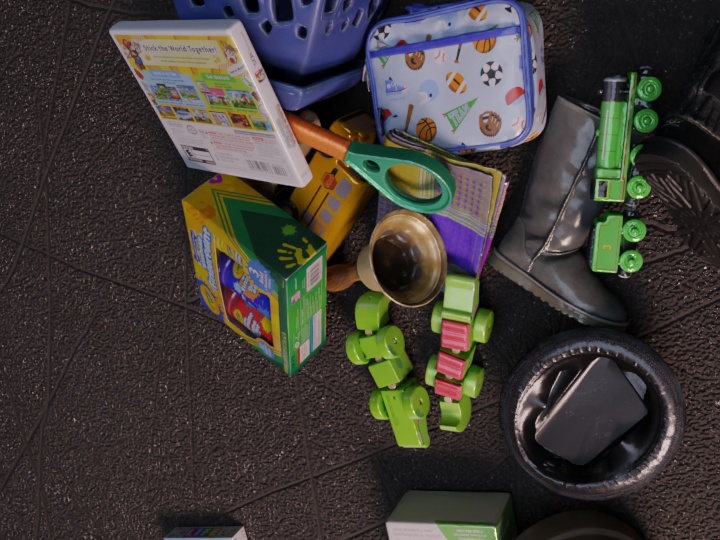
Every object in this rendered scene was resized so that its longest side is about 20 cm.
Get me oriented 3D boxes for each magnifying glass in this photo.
[{"bbox_3d":[0.005,-0.114,0.796,0.198,0.023,0.080,26,151,-1],"label":"magnifying glass"}]

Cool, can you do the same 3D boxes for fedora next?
[{"bbox_3d":[0.251,0.144,0.839,0.197,0.091,0.204,7,106,23],"label":"fedora"}]

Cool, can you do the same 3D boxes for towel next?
[{"bbox_3d":[0.079,-0.055,0.861,0.142,0.023,0.202,24,137,16],"label":"towel"}]

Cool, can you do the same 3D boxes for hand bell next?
[{"bbox_3d":[0.000,0.000,0.904,0.199,0.103,0.106,-14,99,56],"label":"hand bell"}]

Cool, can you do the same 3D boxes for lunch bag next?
[{"bbox_3d":[0.096,-0.205,0.820,0.197,0.075,0.163,1,105,32],"label":"lunch bag"}]

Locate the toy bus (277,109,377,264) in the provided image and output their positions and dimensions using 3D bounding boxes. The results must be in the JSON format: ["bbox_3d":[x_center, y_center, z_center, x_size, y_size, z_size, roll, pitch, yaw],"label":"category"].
[{"bbox_3d":[-0.036,-0.088,0.909,0.078,0.065,0.201,42,126,10],"label":"toy bus"}]

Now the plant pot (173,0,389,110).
[{"bbox_3d":[-0.084,-0.287,0.827,0.197,0.200,0.182,20,119,18],"label":"plant pot"}]

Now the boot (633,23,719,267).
[{"bbox_3d":[0.359,-0.108,0.729,0.159,0.211,0.079,-54,33,-10],"label":"boot"}]

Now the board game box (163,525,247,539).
[{"bbox_3d":[-0.214,0.492,1.180,0.133,0.034,0.203,-9,100,27],"label":"board game box"}]

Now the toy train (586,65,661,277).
[{"bbox_3d":[0.252,-0.093,0.748,0.055,0.042,0.204,4,102,12],"label":"toy train"}]

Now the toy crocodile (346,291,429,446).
[{"bbox_3d":[0.040,0.124,0.947,0.067,0.062,0.203,-16,99,40],"label":"toy crocodile"}]

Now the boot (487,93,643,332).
[{"bbox_3d":[0.243,-0.058,0.811,0.180,0.072,0.202,31,108,12],"label":"boot"}]

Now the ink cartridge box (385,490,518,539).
[{"bbox_3d":[0.127,0.388,0.966,0.143,0.084,0.203,-7,101,26],"label":"ink cartridge box"}]

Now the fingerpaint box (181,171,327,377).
[{"bbox_3d":[-0.123,0.008,0.924,0.166,0.073,0.201,36,148,22],"label":"fingerpaint box"}]

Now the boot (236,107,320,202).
[{"bbox_3d":[-0.134,-0.176,0.900,0.167,0.072,0.200,48,153,1],"label":"boot"}]

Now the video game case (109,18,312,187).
[{"bbox_3d":[-0.157,-0.175,0.809,0.198,0.023,0.183,15,143,39],"label":"video game case"}]

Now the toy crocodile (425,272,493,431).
[{"bbox_3d":[0.111,0.096,0.899,0.067,0.062,0.203,14,121,20],"label":"toy crocodile"}]

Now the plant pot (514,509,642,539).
[{"bbox_3d":[0.255,0.388,0.819,0.196,0.174,0.204,-1,100,-4],"label":"plant pot"}]
